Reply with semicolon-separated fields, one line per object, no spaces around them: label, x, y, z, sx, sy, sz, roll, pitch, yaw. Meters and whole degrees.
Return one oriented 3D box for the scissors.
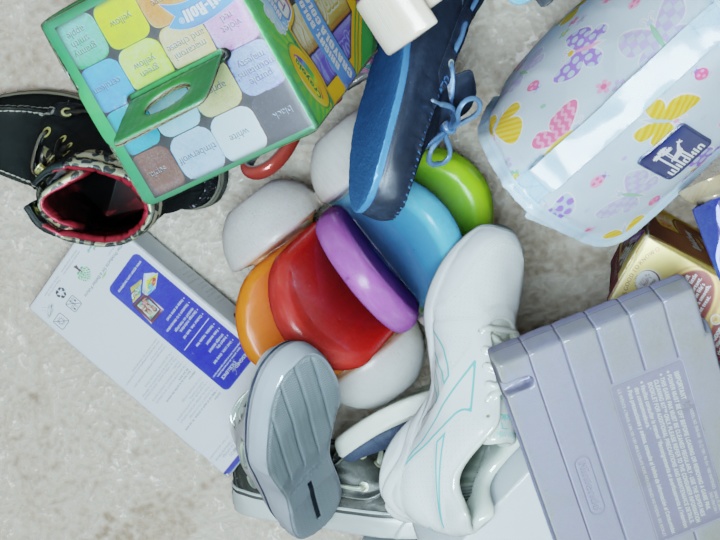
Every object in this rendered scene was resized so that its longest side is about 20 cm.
scissors;-0.017;-0.133;0.979;0.200;0.073;0.014;-40;127;-2

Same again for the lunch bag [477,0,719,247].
lunch bag;0.167;-0.108;0.856;0.127;0.200;0.170;45;107;-2

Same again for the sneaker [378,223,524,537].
sneaker;0.077;0.071;0.877;0.080;0.070;0.201;14;91;52

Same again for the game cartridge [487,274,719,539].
game cartridge;0.166;0.111;0.846;0.129;0.038;0.200;-23;113;-5

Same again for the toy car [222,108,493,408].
toy car;0.000;0.000;0.944;0.200;0.150;0.175;-37;94;18

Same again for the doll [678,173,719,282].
doll;0.268;0.027;0.828;0.136;0.048;0.200;-22;87;-13

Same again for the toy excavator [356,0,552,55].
toy excavator;0.096;-0.208;0.844;0.194;0.200;0.100;-32;95;16

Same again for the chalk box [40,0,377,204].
chalk box;-0.088;-0.129;0.808;0.125;0.200;0.124;-22;107;23

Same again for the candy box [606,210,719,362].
candy box;0.262;0.034;0.916;0.200;0.117;0.057;28;107;3

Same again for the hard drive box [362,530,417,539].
hard drive box;0.056;0.298;1.047;0.156;0.077;0.200;17;107;7

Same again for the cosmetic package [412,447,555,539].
cosmetic package;0.139;0.137;0.911;0.113;0.081;0.200;35;101;-20

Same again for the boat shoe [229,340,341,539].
boat shoe;-0.059;0.108;0.926;0.067;0.074;0.200;35;146;27

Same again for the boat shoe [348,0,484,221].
boat shoe;0.046;-0.119;0.877;0.069;0.084;0.200;22;69;-18

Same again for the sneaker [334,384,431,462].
sneaker;0.084;0.113;0.975;0.200;0.075;0.085;-20;88;3

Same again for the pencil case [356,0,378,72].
pencil case;-0.078;-0.158;0.953;0.200;0.087;0.088;-10;102;16

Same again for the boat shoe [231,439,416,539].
boat shoe;-0.001;0.152;1.025;0.200;0.071;0.064;2;105;13

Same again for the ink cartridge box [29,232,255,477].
ink cartridge box;-0.142;0.052;1.040;0.200;0.039;0.099;41;107;5

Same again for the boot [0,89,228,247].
boot;-0.207;-0.074;0.965;0.203;0.154;0.074;13;106;8
